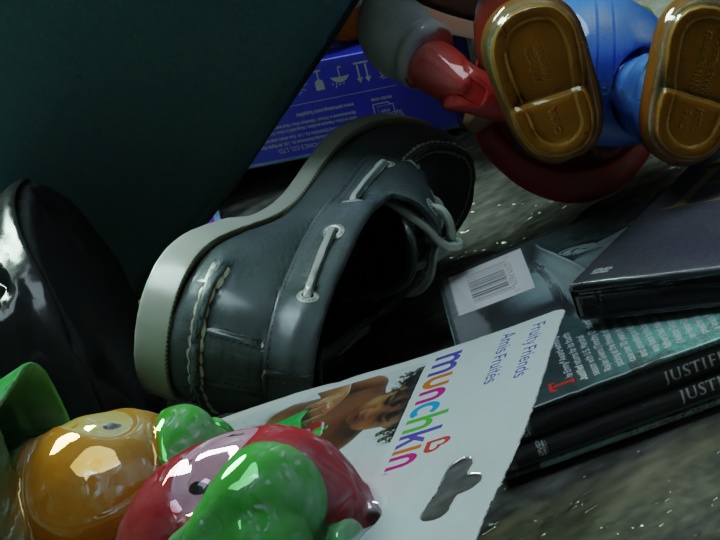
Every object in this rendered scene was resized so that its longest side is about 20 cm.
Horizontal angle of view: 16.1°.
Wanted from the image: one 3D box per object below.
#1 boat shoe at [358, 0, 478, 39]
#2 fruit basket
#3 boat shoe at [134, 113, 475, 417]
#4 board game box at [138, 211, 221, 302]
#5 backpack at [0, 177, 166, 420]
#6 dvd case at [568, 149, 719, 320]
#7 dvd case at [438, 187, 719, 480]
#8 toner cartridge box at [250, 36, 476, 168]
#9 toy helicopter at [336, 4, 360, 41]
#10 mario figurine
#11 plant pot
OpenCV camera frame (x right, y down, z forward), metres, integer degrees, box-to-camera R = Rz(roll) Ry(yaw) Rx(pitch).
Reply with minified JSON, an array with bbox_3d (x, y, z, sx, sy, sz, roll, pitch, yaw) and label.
[{"bbox_3d":[0.051,-0.130,1.045,0.072,0.060,0.200,30,17,27],"label":"boat shoe"},{"bbox_3d":[-0.056,0.068,0.629,0.199,0.094,0.185,-23,16,23],"label":"fruit basket"},{"bbox_3d":[0.000,0.000,0.841,0.061,0.073,0.200,13,22,24],"label":"boat shoe"},{"bbox_3d":[-0.134,-0.002,1.035,0.157,0.039,0.200,-21,18,0],"label":"board game box"},{"bbox_3d":[-0.177,0.045,0.814,0.199,0.154,0.163,-34,16,6],"label":"backpack"},{"bbox_3d":[0.171,-0.042,0.776,0.148,0.016,0.200,-7,22,38],"label":"dvd case"},{"bbox_3d":[0.124,-0.003,0.776,0.199,0.022,0.146,-20,17,2],"label":"dvd case"},{"bbox_3d":[-0.049,-0.078,1.124,0.198,0.043,0.095,-10,18,13],"label":"toner cartridge box"},{"bbox_3d":[-0.089,-0.143,1.065,0.199,0.133,0.079,-22,21,-18],"label":"toy helicopter"},{"bbox_3d":[0.072,-0.083,0.855,0.106,0.123,0.200,-54,6,2],"label":"mario figurine"},{"bbox_3d":[-0.084,-0.088,0.913,0.201,0.141,0.141,-59,1,28],"label":"plant pot"}]
